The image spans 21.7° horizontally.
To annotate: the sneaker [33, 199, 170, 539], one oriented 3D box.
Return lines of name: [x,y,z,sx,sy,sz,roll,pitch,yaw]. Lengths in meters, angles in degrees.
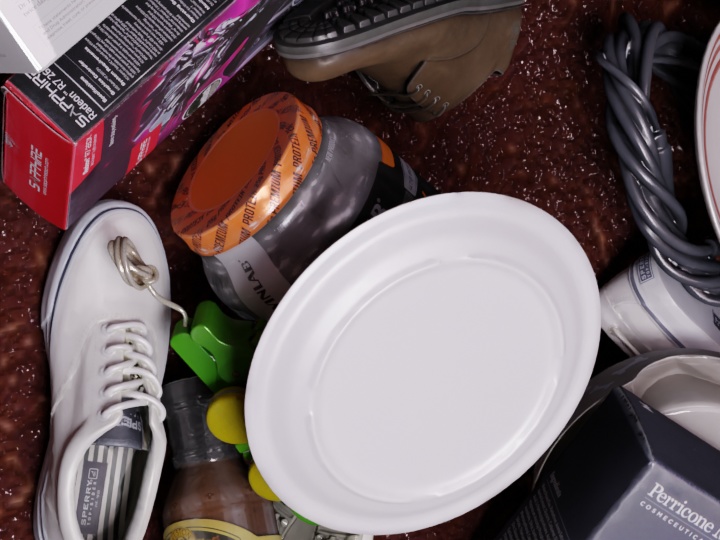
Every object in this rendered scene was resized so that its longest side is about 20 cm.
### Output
sneaker: [-0.126,0.063,0.986,0.073,0.071,0.200,2,92,-32]

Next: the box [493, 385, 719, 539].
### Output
box: [0.155,0.194,1.088,0.148,0.104,0.200,31,105,-14]

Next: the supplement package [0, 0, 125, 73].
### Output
supplement package: [-0.181,-0.216,0.878,0.152,0.151,0.200,-44,116,-20]

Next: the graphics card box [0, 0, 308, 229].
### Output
graphics card box: [-0.095,-0.118,0.956,0.051,0.125,0.200,42,69,5]

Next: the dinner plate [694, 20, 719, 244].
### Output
dinner plate: [0.253,-0.066,1.169,0.200,0.024,0.200,13,72,-47]

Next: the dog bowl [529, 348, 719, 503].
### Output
dog bowl: [0.197,0.138,1.157,0.200,0.059,0.200,-2,111,-4]

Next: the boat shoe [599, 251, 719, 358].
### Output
boat shoe: [0.222,0.073,1.206,0.200,0.066,0.072,43,31,-25]

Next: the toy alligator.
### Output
toy alligator: [-0.056,0.053,0.984,0.054,0.059,0.200,-25,115,18]

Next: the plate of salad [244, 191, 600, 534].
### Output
plate of salad: [0.031,0.046,0.963,0.200,0.048,0.200,-13,123,-20]

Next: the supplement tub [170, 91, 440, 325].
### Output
supplement tub: [0.000,0.000,1.029,0.200,0.123,0.123,39,74,-28]

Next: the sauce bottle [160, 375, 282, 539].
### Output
sauce bottle: [-0.072,0.156,1.009,0.065,0.065,0.200,-5,75,-31]

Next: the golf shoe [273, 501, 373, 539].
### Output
golf shoe: [-0.024,0.202,1.076,0.097,0.078,0.200,18,90,-50]

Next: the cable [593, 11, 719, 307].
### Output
cable: [0.198,-0.070,1.163,0.200,0.051,0.163,33,57,-42]

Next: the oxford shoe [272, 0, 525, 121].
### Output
oxford shoe: [0.029,-0.119,1.045,0.200,0.073,0.084,-17,114,-47]
